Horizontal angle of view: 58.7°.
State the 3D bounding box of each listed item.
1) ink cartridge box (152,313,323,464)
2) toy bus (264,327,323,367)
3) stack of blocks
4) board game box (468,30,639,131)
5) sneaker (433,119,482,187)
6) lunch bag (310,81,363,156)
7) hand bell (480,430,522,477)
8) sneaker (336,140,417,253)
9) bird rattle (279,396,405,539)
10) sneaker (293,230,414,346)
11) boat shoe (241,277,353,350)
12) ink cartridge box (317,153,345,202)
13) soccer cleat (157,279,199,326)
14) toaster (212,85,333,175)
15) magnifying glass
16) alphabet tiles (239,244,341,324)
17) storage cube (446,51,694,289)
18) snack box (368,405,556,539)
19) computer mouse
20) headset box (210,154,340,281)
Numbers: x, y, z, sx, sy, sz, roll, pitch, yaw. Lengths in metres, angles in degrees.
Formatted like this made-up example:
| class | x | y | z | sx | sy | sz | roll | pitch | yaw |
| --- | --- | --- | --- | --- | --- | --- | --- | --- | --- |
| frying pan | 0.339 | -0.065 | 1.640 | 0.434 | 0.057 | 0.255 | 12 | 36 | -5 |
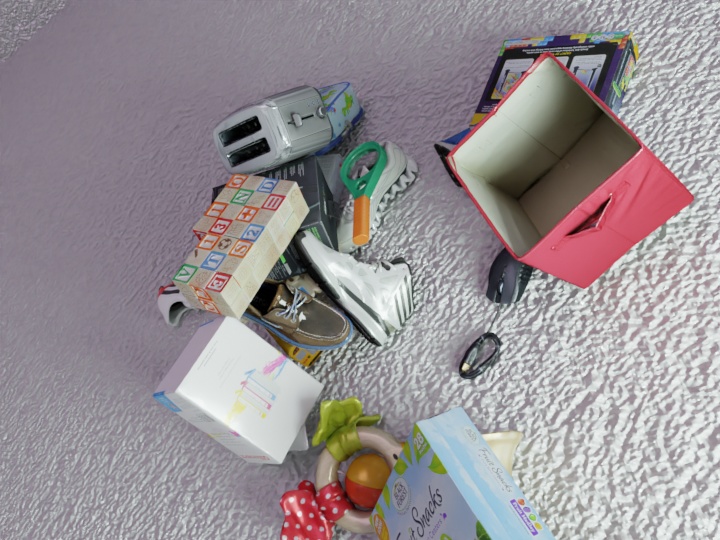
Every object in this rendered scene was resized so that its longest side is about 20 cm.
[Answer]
| class | x | y | z | sx | sy | sz | roll | pitch | yaw |
| --- | --- | --- | --- | --- | --- | --- | --- | --- | --- |
| ink cartridge box | -0.161 | 0.177 | 0.898 | 0.128 | 0.200 | 0.126 | -22 | 33 | 56 |
| toy bus | -0.123 | 0.071 | 1.022 | 0.065 | 0.078 | 0.200 | -50 | 46 | 0 |
| stack of blocks | -0.171 | -0.039 | 0.887 | 0.114 | 0.059 | 0.201 | 11 | 56 | 28 |
| board game box | 0.281 | -0.262 | 0.939 | 0.199 | 0.057 | 0.166 | 13 | 74 | 40 |
| sneaker | 0.174 | -0.175 | 0.928 | 0.089 | 0.079 | 0.200 | -34 | 15 | -9 |
| lunch bag | -0.103 | -0.279 | 1.197 | 0.199 | 0.083 | 0.161 | -1 | 41 | 35 |
| hand bell | 0.147 | 0.287 | 0.700 | 0.104 | 0.104 | 0.202 | -19 | 66 | 26 |
| sneaker | 0.007 | -0.121 | 1.042 | 0.075 | 0.081 | 0.201 | 31 | 86 | 42 |
| bird rattle | -0.015 | 0.266 | 0.813 | 0.162 | 0.113 | 0.201 | 10 | 72 | 22 |
| sneaker | 0.000 | 0.000 | 0.927 | 0.115 | 0.201 | 0.076 | -42 | 5 | -12 |
| boat shoe | -0.107 | 0.056 | 0.900 | 0.198 | 0.073 | 0.073 | 16 | 66 | 10 |
| ink cartridge box | -0.113 | -0.109 | 1.154 | 0.161 | 0.050 | 0.202 | 2 | 71 | 37 |
| soccer cleat | -0.303 | 0.027 | 1.197 | 0.199 | 0.069 | 0.086 | -36 | 56 | 18 |
| toaster | -0.153 | -0.227 | 1.063 | 0.199 | 0.114 | 0.129 | -11 | 14 | 37 |
| magnifying glass | 0.004 | -0.120 | 0.963 | 0.079 | 0.022 | 0.201 | -22 | 43 | 27 |
| alphabet tiles | -0.130 | 0.001 | 1.017 | 0.199 | 0.015 | 0.195 | -36 | 44 | -13 |
| storage cube | 0.244 | -0.106 | 0.753 | 0.171 | 0.179 | 0.201 | -46 | 52 | 24 |
| snack box | 0.095 | 0.270 | 0.658 | 0.169 | 0.067 | 0.201 | 55 | 141 | 36 |
| computer mouse | 0.175 | 0.049 | 0.843 | 0.058 | 0.034 | 0.201 | 13 | 73 | 40 |
| headset box | -0.131 | -0.076 | 1.013 | 0.198 | 0.093 | 0.175 | -17 | 44 | 7 |
